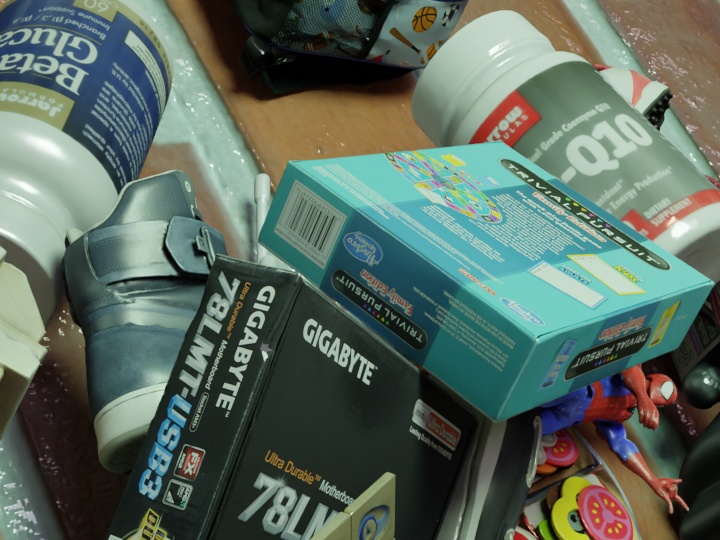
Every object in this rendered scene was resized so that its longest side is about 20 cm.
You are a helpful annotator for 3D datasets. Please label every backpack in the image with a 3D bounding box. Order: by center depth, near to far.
[{"bbox_3d":[-0.009,-0.231,1.056,0.189,0.154,0.201,11,43,-40],"label":"backpack"}]

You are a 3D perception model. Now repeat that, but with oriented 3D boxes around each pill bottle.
[{"bbox_3d":[-0.176,-0.062,0.805,0.110,0.111,0.201,24,43,-13],"label":"pill bottle"},{"bbox_3d":[0.125,-0.058,0.896,0.113,0.114,0.200,-15,55,-42],"label":"pill bottle"}]

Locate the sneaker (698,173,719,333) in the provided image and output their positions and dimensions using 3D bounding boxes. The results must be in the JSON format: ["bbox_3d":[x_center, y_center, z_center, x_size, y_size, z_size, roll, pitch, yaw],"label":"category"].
[{"bbox_3d":[0.229,-0.010,0.959,0.080,0.075,0.200,15,25,-16],"label":"sneaker"}]

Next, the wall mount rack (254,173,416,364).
[{"bbox_3d":[0.000,0.000,0.865,0.198,0.075,0.174,1,18,-5],"label":"wall mount rack"}]

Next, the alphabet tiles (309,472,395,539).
[{"bbox_3d":[-0.034,0.205,0.608,0.008,0.202,0.167,18,33,29],"label":"alphabet tiles"}]

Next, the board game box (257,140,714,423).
[{"bbox_3d":[0.068,-0.003,0.740,0.151,0.047,0.199,37,26,26],"label":"board game box"}]

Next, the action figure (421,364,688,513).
[{"bbox_3d":[0.129,0.093,0.853,0.199,0.066,0.099,-6,38,-39],"label":"action figure"}]

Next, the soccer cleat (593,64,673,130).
[{"bbox_3d":[0.166,-0.106,1.122,0.073,0.069,0.200,31,38,20],"label":"soccer cleat"}]

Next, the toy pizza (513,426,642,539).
[{"bbox_3d":[0.087,0.138,0.859,0.199,0.032,0.201,19,44,-19],"label":"toy pizza"}]

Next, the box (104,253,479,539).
[{"bbox_3d":[-0.033,0.122,0.628,0.049,0.200,0.200,15,75,30],"label":"box"}]

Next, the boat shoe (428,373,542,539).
[{"bbox_3d":[0.041,0.146,0.750,0.060,0.074,0.202,29,72,-43],"label":"boat shoe"}]

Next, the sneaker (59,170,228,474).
[{"bbox_3d":[-0.063,0.028,0.739,0.202,0.077,0.147,16,45,-52],"label":"sneaker"}]

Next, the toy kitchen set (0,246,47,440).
[{"bbox_3d":[-0.125,0.111,0.613,0.180,0.200,0.164,30,42,-6],"label":"toy kitchen set"}]

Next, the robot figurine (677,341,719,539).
[{"bbox_3d":[0.275,0.126,0.932,0.124,0.151,0.200,5,26,35],"label":"robot figurine"}]

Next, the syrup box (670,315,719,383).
[{"bbox_3d":[0.316,0.043,1.064,0.199,0.082,0.079,12,45,-27],"label":"syrup box"}]
